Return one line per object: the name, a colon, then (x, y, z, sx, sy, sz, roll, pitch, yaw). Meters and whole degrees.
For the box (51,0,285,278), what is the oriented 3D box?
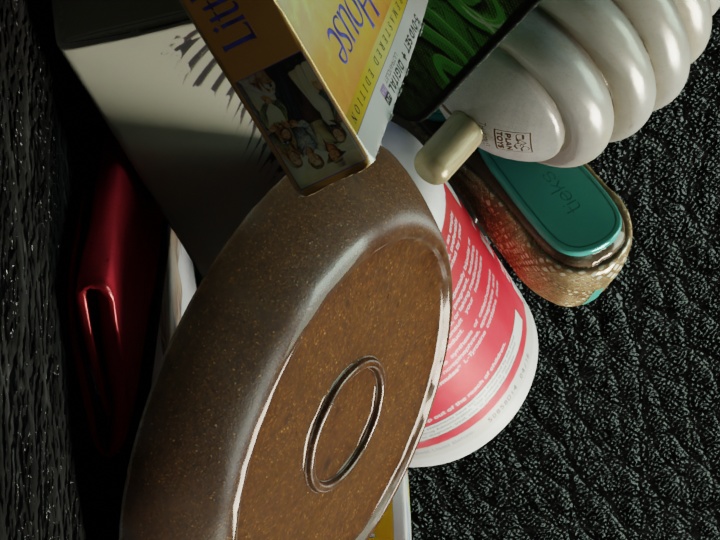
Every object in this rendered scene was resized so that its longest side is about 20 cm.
box: (-0.050, -0.067, 0.785, 0.200, 0.068, 0.083, 63, 17, -62)

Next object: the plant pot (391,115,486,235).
plant pot: (0.003, -0.104, 1.225, 0.177, 0.199, 0.201, -58, 145, -74)

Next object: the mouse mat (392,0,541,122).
mouse mat: (-0.021, -0.150, 0.758, 0.200, 0.008, 0.161, 48, -25, 1)

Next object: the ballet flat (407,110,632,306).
ballet flat: (0.058, -0.060, 1.017, 0.065, 0.070, 0.200, 92, -26, -56)

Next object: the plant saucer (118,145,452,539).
plant saucer: (-0.017, 0.052, 0.794, 0.200, 0.034, 0.201, -49, 151, -39)

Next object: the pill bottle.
pill bottle: (0.000, 0.000, 0.982, 0.200, 0.112, 0.113, 53, 29, -52)

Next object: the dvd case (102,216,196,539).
dvd case: (-0.079, 0.064, 0.872, 0.200, 0.017, 0.143, -90, 177, -56)

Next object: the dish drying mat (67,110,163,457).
dish drying mat: (-0.088, -0.022, 0.799, 0.200, 0.018, 0.077, -92, 176, -56)

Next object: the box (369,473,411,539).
box: (-0.025, 0.149, 1.078, 0.200, 0.101, 0.113, -91, 177, -53)

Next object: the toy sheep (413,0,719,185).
toy sheep: (0.084, -0.113, 0.941, 0.200, 0.138, 0.138, -52, 164, -15)

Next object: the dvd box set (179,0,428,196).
dvd box set: (-0.045, -0.138, 0.658, 0.200, 0.029, 0.146, 59, 22, -20)

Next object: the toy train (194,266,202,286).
toy train: (-0.066, 0.012, 1.075, 0.200, 0.042, 0.057, -90, -174, -61)
